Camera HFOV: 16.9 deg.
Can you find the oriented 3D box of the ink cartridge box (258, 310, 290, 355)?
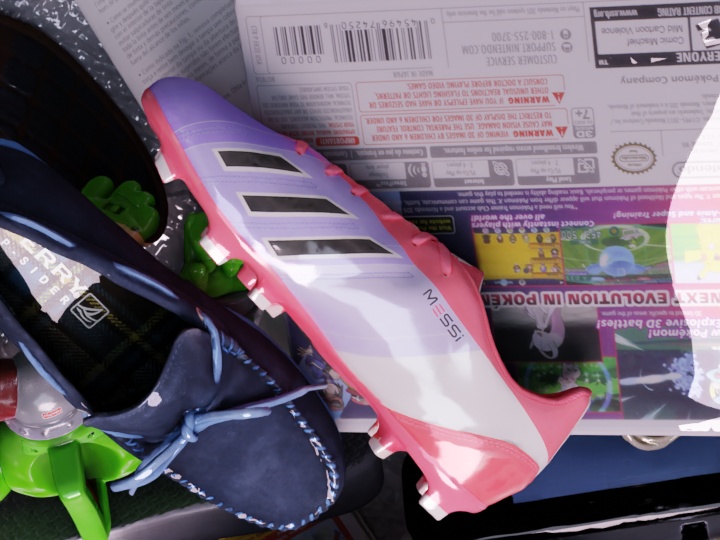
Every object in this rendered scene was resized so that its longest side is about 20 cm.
[{"bbox_3d":[0.048,-0.035,0.971,0.117,0.067,0.201,31,111,19],"label":"ink cartridge box"}]

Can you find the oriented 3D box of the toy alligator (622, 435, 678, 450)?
[{"bbox_3d":[0.189,0.028,0.954,0.200,0.054,0.059,-33,113,16],"label":"toy alligator"}]

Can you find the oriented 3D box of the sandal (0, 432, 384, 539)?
[{"bbox_3d":[-0.088,0.107,1.024,0.199,0.076,0.043,-8,116,2],"label":"sandal"}]

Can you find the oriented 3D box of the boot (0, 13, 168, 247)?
[{"bbox_3d":[-0.176,-0.059,0.992,0.200,0.075,0.097,37,133,-27],"label":"boot"}]

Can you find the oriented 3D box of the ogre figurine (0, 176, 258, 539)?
[{"bbox_3d":[-0.127,0.043,0.963,0.199,0.098,0.120,-29,135,-13],"label":"ogre figurine"}]

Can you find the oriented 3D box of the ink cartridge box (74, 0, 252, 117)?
[{"bbox_3d":[-0.050,-0.155,0.931,0.161,0.050,0.201,-34,84,29],"label":"ink cartridge box"}]

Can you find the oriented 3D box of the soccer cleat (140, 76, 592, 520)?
[{"bbox_3d":[0.000,0.000,0.884,0.076,0.067,0.200,-39,96,0],"label":"soccer cleat"}]

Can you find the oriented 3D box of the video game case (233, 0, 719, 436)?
[{"bbox_3d":[0.061,-0.023,0.895,0.199,0.023,0.183,-1,115,17],"label":"video game case"}]

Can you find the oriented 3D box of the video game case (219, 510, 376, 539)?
[{"bbox_3d":[-0.074,0.124,1.082,0.142,0.017,0.201,-29,110,10],"label":"video game case"}]

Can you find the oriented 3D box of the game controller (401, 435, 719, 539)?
[{"bbox_3d":[0.116,0.083,1.022,0.199,0.105,0.042,-8,120,2],"label":"game controller"}]

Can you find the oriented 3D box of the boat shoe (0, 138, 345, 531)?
[{"bbox_3d":[-0.085,0.039,0.883,0.200,0.069,0.084,36,104,-23],"label":"boat shoe"}]
